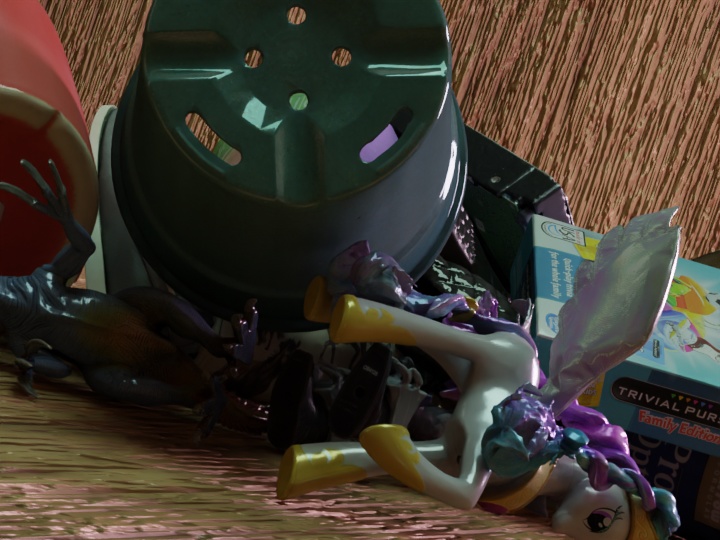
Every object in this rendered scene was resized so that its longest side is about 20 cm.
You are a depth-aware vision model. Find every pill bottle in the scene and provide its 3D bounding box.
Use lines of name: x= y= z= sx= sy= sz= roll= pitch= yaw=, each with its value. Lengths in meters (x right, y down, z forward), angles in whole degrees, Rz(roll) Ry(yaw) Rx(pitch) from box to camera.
pill bottle: x=0.225 y=0.116 z=1.359 sx=0.200 sy=0.112 sz=0.112 roll=20 pitch=4 yaw=27

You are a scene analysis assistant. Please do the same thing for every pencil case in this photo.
pencil case: x=-0.036 y=0.047 z=1.327 sx=0.200 sy=0.078 sz=0.089 roll=16 pitch=20 yaw=-37

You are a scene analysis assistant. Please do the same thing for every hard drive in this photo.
hard drive: x=0.074 y=-0.038 z=1.462 sx=0.200 sy=0.038 sz=0.140 roll=37 pitch=-25 yaw=46

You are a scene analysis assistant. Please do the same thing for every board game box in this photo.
board game box: x=0.189 y=0.045 z=1.280 sx=0.200 sy=0.047 sz=0.151 roll=16 pitch=28 yaw=-5

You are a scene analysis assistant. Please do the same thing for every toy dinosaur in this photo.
toy dinosaur: x=-0.154 y=0.042 z=1.141 sx=0.181 sy=0.105 sz=0.200 roll=11 pitch=-32 yaw=16

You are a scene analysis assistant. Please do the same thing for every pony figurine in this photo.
pony figurine: x=0.070 y=0.058 z=1.085 sx=0.200 sy=0.193 sz=0.167 roll=19 pitch=-35 yaw=-16

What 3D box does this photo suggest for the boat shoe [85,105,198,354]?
boat shoe: x=-0.125 y=-0.021 z=1.270 sx=0.062 sy=0.073 sz=0.200 roll=-7 pitch=45 yaw=1

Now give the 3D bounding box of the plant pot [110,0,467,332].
plant pot: x=-0.035 y=-0.082 z=1.128 sx=0.200 sy=0.201 sz=0.196 roll=19 pitch=-11 yaw=1

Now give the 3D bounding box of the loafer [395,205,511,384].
loafer: x=0.056 y=0.034 z=1.318 sx=0.071 sy=0.200 sz=0.073 roll=-22 pitch=21 yaw=14

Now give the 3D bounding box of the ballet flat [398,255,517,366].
ballet flat: x=0.000 y=0.000 z=1.238 sx=0.200 sy=0.067 sz=0.057 roll=23 pitch=3 yaw=13

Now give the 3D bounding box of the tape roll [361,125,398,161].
tape roll: x=-0.056 y=-0.023 z=1.423 sx=0.200 sy=0.066 sz=0.200 roll=-24 pitch=-5 yaw=-2

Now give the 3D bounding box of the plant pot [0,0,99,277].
plant pot: x=-0.239 y=-0.066 z=1.238 sx=0.200 sy=0.201 sz=0.177 roll=17 pitch=16 yaw=-31

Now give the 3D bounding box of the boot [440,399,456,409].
boot: x=0.060 y=0.040 z=1.480 sx=0.146 sy=0.070 sz=0.200 roll=51 pitch=-10 yaw=-19

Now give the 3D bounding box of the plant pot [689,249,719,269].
plant pot: x=0.237 y=0.088 z=1.529 sx=0.187 sy=0.187 sz=0.200 roll=21 pitch=16 yaw=25

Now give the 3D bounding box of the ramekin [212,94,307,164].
ramekin: x=-0.043 y=-0.054 z=1.892 sx=0.200 sy=0.200 sz=0.098 roll=19 pitch=11 yaw=0

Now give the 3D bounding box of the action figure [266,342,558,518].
action figure: x=0.042 y=0.087 z=1.230 sx=0.130 sy=0.070 sz=0.200 roll=13 pitch=-5 yaw=40

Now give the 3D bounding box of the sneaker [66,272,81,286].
sneaker: x=-0.250 y=-0.032 z=1.472 sx=0.087 sy=0.074 sz=0.200 roll=17 pitch=0 yaw=-35
